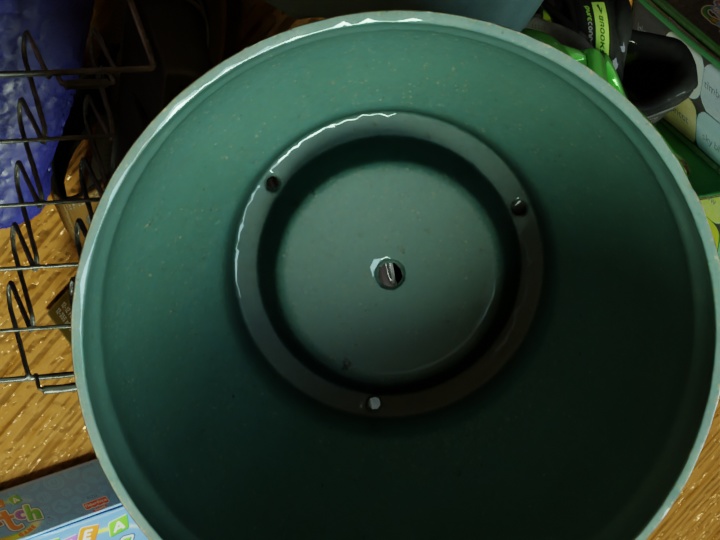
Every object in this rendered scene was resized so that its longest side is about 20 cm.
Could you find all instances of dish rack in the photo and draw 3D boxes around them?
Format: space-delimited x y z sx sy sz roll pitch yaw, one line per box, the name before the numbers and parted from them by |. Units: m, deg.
dish rack | -0.148 -0.021 0.765 0.200 0.055 0.153 -4 128 -19

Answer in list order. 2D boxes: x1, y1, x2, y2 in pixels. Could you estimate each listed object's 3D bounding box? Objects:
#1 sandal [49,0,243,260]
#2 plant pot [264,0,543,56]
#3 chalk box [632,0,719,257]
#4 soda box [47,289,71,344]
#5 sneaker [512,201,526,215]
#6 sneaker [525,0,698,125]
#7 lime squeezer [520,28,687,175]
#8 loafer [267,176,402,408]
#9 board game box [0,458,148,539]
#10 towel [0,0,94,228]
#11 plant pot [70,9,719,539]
sandal | -0.090 -0.047 0.849 0.055 0.082 0.200 -14 133 -34
plant pot | 0.031 -0.192 0.744 0.200 0.200 0.196 -7 139 -38
chalk box | 0.203 -0.072 1.057 0.200 0.125 0.124 -23 138 -23
soda box | -0.043 0.063 0.899 0.068 0.200 0.064 -47 143 6
sneaker | 0.048 0.019 1.047 0.200 0.074 0.079 -43 146 -9
sneaker | 0.061 -0.095 0.873 0.083 0.071 0.200 -29 152 35
lime squeezer | 0.070 -0.057 0.829 0.200 0.038 0.071 8 137 -34
loafer | 0.000 0.000 0.928 0.063 0.072 0.200 -33 136 -15
board game box | -0.170 0.184 1.037 0.151 0.037 0.200 -17 137 -30
towel | -0.162 -0.100 0.766 0.148 0.050 0.200 -5 130 -30
plant pot | 0.010 0.009 0.739 0.200 0.134 0.200 0 100 -1
